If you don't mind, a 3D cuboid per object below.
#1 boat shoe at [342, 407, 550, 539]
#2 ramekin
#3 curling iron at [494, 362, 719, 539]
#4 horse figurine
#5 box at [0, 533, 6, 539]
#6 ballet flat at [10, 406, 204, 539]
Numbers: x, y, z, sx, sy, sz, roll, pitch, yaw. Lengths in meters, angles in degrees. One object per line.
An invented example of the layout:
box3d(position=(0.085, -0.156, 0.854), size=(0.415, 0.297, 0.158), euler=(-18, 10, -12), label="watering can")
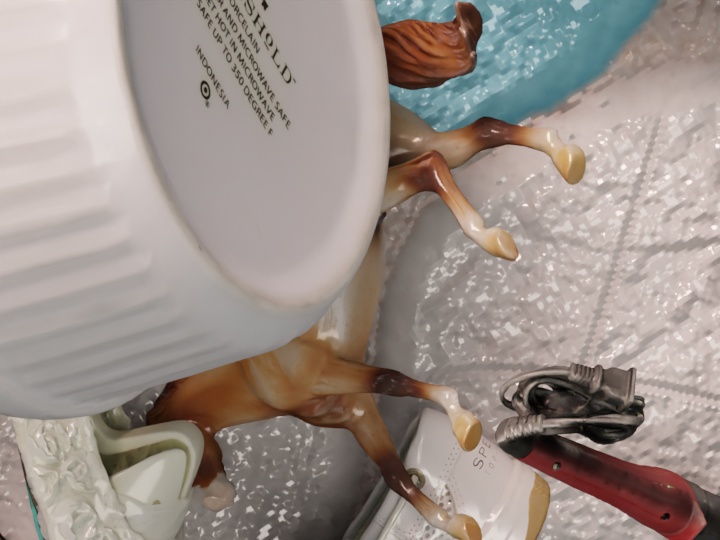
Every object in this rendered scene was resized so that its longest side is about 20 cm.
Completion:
box3d(position=(-0.019, 0.133, 0.893), size=(0.069, 0.071, 0.200), euler=(39, 93, -8), label="boat shoe")
box3d(position=(-0.068, -0.058, 0.754), size=(0.094, 0.202, 0.203), euler=(-8, 108, 29), label="ramekin")
box3d(position=(0.113, 0.079, 0.867), size=(0.049, 0.026, 0.200), euler=(-18, 145, 31), label="curling iron")
box3d(position=(0.000, 0.000, 0.849), size=(0.050, 0.132, 0.201), euler=(-4, 111, -52), label="horse figurine")
box3d(position=(-0.182, 0.145, 0.854), size=(0.159, 0.046, 0.200), euler=(-32, 124, 1), label="box")
box3d(position=(-0.090, 0.045, 0.844), size=(0.071, 0.072, 0.201), euler=(-18, 98, -2), label="ballet flat")
